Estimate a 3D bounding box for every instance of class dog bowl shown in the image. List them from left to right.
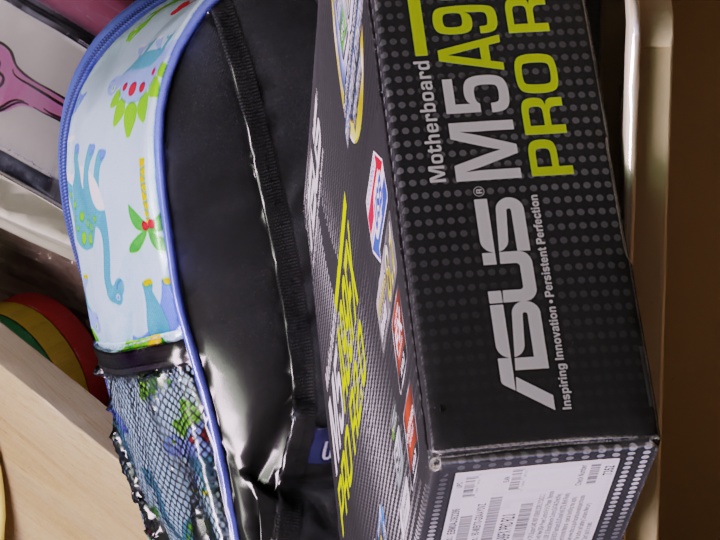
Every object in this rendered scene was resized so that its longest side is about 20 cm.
[{"bbox_3d":[-0.139,-0.072,0.889,0.200,0.200,0.074,23,82,34],"label":"dog bowl"}]

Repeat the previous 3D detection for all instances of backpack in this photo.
[{"bbox_3d":[0.000,0.000,0.787,0.147,0.182,0.201,1,106,64],"label":"backpack"}]

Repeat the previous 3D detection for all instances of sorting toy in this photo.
[{"bbox_3d":[-0.115,0.113,1.029,0.200,0.070,0.199,36,131,25],"label":"sorting toy"}]

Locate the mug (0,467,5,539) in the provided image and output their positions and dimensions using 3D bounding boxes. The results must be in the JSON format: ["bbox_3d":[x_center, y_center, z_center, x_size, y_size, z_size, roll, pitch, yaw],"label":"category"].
[{"bbox_3d":[-0.234,0.108,0.991,0.153,0.149,0.187,3,106,51],"label":"mug"}]

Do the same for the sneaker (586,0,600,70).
[{"bbox_3d":[0.074,-0.072,0.678,0.070,0.080,0.201,11,102,-5],"label":"sneaker"}]

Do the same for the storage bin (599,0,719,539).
[{"bbox_3d":[0.151,0.011,0.552,0.199,0.094,0.199,-1,114,1],"label":"storage bin"}]

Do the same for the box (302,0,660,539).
[{"bbox_3d":[0.019,0.007,0.586,0.200,0.044,0.161,98,166,-63],"label":"box"}]
